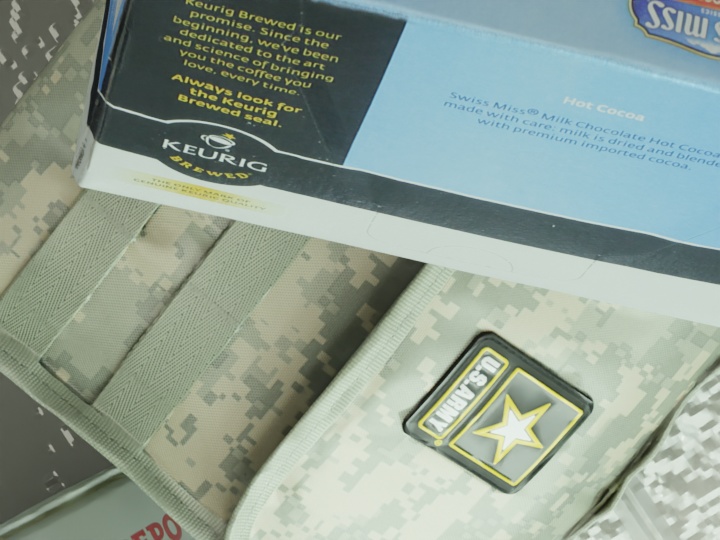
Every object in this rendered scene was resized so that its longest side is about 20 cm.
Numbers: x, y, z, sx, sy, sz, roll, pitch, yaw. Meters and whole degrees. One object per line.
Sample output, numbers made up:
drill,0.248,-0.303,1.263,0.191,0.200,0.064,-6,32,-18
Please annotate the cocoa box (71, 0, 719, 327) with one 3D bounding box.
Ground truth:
cocoa box,0.046,-0.079,0.656,0.200,0.131,0.133,12,68,-7

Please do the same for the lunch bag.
lunch bag,0.000,0.000,0.779,0.200,0.118,0.164,40,102,3

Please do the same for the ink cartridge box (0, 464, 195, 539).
ink cartridge box,-0.070,0.167,0.809,0.087,0.145,0.200,-26,90,22
